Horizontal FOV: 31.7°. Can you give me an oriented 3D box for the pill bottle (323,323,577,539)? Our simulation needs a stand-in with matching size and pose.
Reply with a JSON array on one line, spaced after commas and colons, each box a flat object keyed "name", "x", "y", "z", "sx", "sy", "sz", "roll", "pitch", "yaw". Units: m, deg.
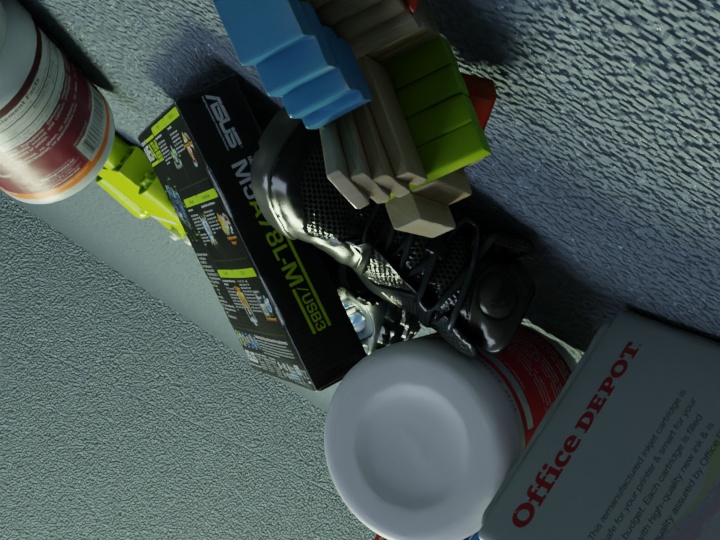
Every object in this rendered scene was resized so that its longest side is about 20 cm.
[{"name": "pill bottle", "x": 0.069, "y": 0.089, "z": 0.761, "sx": 0.112, "sy": 0.113, "sz": 0.200, "roll": 30, "pitch": -164, "yaw": 21}]

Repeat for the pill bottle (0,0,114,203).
[{"name": "pill bottle", "x": -0.275, "y": -0.138, "z": 0.948, "sx": 0.114, "sy": 0.114, "sz": 0.200, "roll": 30, "pitch": 170, "yaw": 23}]

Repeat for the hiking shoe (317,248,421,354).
[{"name": "hiking shoe", "x": 0.000, "y": 0.000, "z": 0.875, "sx": 0.087, "sy": 0.074, "sz": 0.200, "roll": 38, "pitch": 163, "yaw": 23}]

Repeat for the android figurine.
[{"name": "android figurine", "x": -0.201, "y": -0.073, "z": 1.250, "sx": 0.200, "sy": 0.041, "sz": 0.182, "roll": 41, "pitch": 168, "yaw": -27}]

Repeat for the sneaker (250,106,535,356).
[{"name": "sneaker", "x": 0.027, "y": -0.020, "z": 0.648, "sx": 0.114, "sy": 0.076, "sz": 0.199, "roll": 26, "pitch": 170, "yaw": 33}]

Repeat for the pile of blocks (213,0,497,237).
[{"name": "pile of blocks", "x": 0.006, "y": -0.078, "z": 0.432, "sx": 0.200, "sy": 0.062, "sz": 0.082, "roll": 42, "pitch": -150, "yaw": -50}]

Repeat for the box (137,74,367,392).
[{"name": "box", "x": -0.077, "y": -0.021, "z": 0.833, "sx": 0.194, "sy": 0.047, "sz": 0.200, "roll": 66, "pitch": 165, "yaw": -6}]

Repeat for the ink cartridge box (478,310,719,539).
[{"name": "ink cartridge box", "x": 0.178, "y": 0.121, "z": 0.607, "sx": 0.200, "sy": 0.146, "sz": 0.083, "roll": 23, "pitch": 165, "yaw": 50}]

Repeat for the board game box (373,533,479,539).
[{"name": "board game box", "x": 0.152, "y": 0.389, "z": 1.830, "sx": 0.199, "sy": 0.200, "sz": 0.200, "roll": 32, "pitch": 169, "yaw": 15}]
